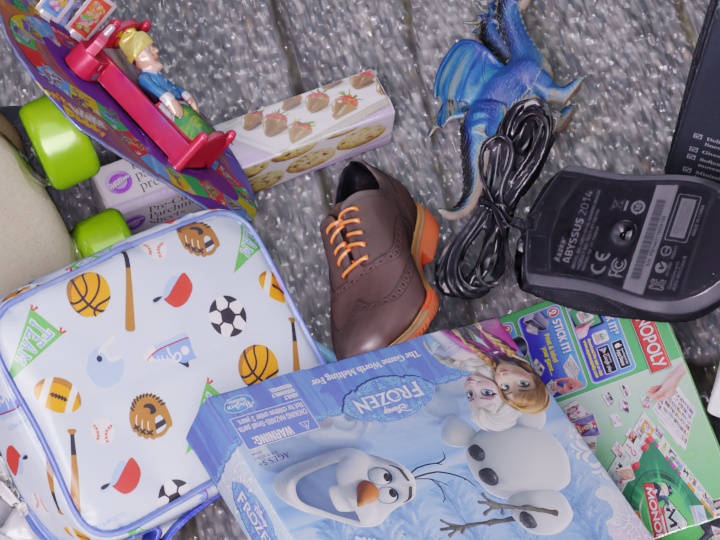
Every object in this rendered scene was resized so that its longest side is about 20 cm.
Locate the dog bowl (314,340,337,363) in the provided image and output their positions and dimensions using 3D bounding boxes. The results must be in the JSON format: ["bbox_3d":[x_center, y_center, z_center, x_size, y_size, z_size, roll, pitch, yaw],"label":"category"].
[{"bbox_3d":[-0.083,0.069,1.336,0.200,0.050,0.112,29,65,14],"label":"dog bowl"}]

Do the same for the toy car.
[{"bbox_3d":[-0.241,-0.042,1.348,0.164,0.158,0.200,-25,28,-7],"label":"toy car"}]

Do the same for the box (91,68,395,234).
[{"bbox_3d":[-0.074,-0.074,1.424,0.200,0.041,0.039,-21,64,-14],"label":"box"}]

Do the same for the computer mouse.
[{"bbox_3d":[0.153,-0.021,1.329,0.200,0.053,0.139,16,75,35],"label":"computer mouse"}]

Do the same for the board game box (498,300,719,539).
[{"bbox_3d":[0.135,0.094,1.295,0.134,0.029,0.200,-20,45,5],"label":"board game box"}]

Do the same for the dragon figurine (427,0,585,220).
[{"bbox_3d":[0.078,-0.110,1.440,0.099,0.059,0.200,33,64,14],"label":"dragon figurine"}]

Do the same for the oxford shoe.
[{"bbox_3d":[0.000,0.000,1.321,0.071,0.073,0.200,-34,21,17],"label":"oxford shoe"}]

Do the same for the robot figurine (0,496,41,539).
[{"bbox_3d":[-0.220,0.219,1.212,0.169,0.113,0.200,-8,46,44],"label":"robot figurine"}]

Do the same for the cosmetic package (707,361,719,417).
[{"bbox_3d":[0.280,0.024,1.314,0.113,0.081,0.200,20,28,9],"label":"cosmetic package"}]

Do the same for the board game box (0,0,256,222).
[{"bbox_3d":[-0.124,-0.109,1.312,0.039,0.200,0.158,-46,37,16],"label":"board game box"}]

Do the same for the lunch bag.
[{"bbox_3d":[-0.119,0.065,1.226,0.200,0.076,0.161,-26,91,-34],"label":"lunch bag"}]

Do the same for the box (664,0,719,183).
[{"bbox_3d":[0.286,-0.131,1.382,0.148,0.200,0.107,15,62,5],"label":"box"}]

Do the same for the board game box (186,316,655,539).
[{"bbox_3d":[0.042,0.130,1.169,0.200,0.043,0.199,-15,58,-34],"label":"board game box"}]
